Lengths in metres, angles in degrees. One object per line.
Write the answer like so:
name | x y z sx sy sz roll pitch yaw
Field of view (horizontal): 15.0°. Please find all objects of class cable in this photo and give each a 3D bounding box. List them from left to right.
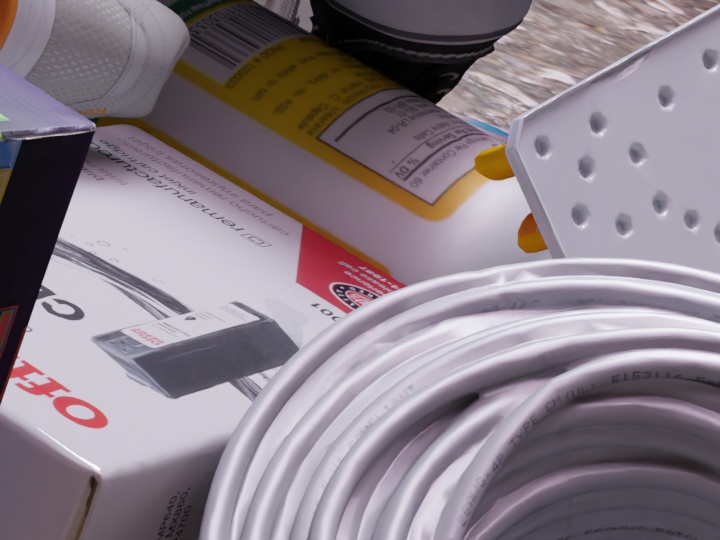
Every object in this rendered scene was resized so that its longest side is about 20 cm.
cable | 0.061 0.086 0.619 0.199 0.069 0.200 -17 54 -13

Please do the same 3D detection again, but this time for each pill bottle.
pill bottle | 0.000 0.000 0.844 0.200 0.113 0.113 31 21 23

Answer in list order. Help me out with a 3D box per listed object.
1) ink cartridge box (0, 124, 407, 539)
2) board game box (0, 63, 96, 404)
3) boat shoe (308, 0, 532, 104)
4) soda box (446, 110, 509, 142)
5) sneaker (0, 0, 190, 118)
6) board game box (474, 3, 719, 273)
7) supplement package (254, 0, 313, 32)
ink cartridge box | -0.077 0.035 0.712 0.144 0.084 0.200 30 22 23
board game box | -0.166 -0.002 0.592 0.200 0.166 0.057 33 22 27
boat shoe | 0.016 -0.083 0.919 0.068 0.057 0.200 2 11 -7
soda box | -0.036 -0.040 0.969 0.199 0.069 0.064 16 12 -18
sneaker | -0.132 -0.070 0.807 0.092 0.076 0.200 18 0 -43
board game box | 0.143 0.013 0.806 0.200 0.201 0.026 -30 9 -36
supplement package | -0.084 -0.127 1.082 0.117 0.117 0.200 34 23 31
